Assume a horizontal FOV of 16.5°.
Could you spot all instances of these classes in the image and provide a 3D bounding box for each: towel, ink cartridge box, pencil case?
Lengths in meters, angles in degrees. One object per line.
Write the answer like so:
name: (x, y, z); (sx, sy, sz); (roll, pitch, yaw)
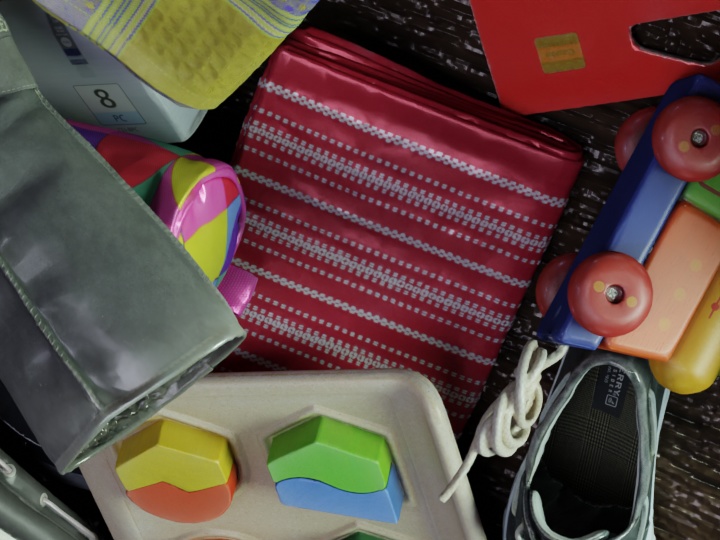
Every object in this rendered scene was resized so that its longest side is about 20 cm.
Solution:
towel: (-0.074, -0.142, 0.942); (0.144, 0.023, 0.200); (38, 144, -10)
ink cartridge box: (-0.174, -0.134, 1.066); (0.160, 0.047, 0.200); (2, 142, 36)
towel: (0.000, 0.000, 1.108); (0.145, 0.022, 0.200); (22, 119, -2)
ink cartridge box: (0.116, -0.147, 0.988); (0.200, 0.045, 0.176); (-7, 111, 28)
pencil case: (-0.147, -0.029, 1.081); (0.200, 0.088, 0.088); (18, 122, 17)

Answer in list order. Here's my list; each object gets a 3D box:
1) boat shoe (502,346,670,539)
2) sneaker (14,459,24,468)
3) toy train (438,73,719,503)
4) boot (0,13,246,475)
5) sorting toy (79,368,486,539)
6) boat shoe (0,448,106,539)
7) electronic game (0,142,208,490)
boat shoe: (0.095, 0.102, 1.109); (0.072, 0.071, 0.200); (15, 121, 17)
sneaker: (-0.243, 0.077, 1.254); (0.082, 0.074, 0.200); (-18, 112, 46)
toy train: (0.128, 0.032, 1.009); (0.116, 0.085, 0.200); (29, 87, -5)
boot: (-0.167, -0.005, 1.018); (0.182, 0.073, 0.200); (-33, 92, 22)
sorting toy: (-0.039, 0.116, 1.157); (0.200, 0.036, 0.185); (1, 136, 20)
boat shoe: (-0.165, 0.120, 1.220); (0.067, 0.057, 0.200); (2, 152, 39)
electronic game: (-0.122, 0.019, 1.183); (0.200, 0.042, 0.200); (7, 117, 13)
